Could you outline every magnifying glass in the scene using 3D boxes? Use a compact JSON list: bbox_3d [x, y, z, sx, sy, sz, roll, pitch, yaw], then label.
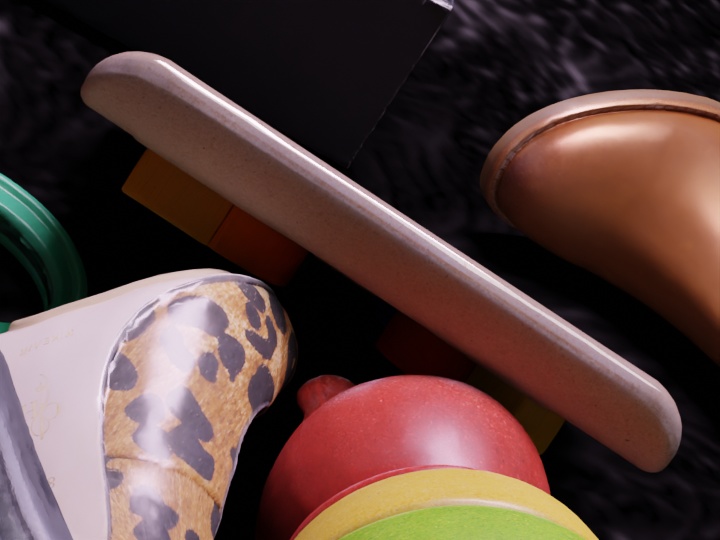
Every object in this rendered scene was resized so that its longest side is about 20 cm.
[{"bbox_3d":[-0.123,0.023,0.776,0.079,0.022,0.200,31,26,-7],"label":"magnifying glass"}]

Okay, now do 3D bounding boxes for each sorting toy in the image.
[{"bbox_3d":[0.000,0.000,0.859,0.185,0.037,0.200,33,-1,-3],"label":"sorting toy"}]

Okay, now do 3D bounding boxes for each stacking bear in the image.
[{"bbox_3d":[0.018,0.099,0.721,0.121,0.114,0.200,26,23,-20],"label":"stacking bear"}]

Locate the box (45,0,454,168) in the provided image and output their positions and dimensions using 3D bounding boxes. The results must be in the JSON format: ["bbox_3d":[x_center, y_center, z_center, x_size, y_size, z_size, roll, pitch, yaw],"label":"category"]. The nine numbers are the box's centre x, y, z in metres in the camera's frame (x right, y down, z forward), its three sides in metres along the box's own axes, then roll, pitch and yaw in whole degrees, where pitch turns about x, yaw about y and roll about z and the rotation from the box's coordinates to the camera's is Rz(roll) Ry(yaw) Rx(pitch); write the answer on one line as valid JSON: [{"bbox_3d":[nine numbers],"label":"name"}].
[{"bbox_3d":[-0.037,-0.140,1.063,0.141,0.079,0.200,27,28,-9],"label":"box"}]

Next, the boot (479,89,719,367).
[{"bbox_3d":[0.142,0.022,1.012,0.200,0.074,0.155,16,37,-27],"label":"boot"}]

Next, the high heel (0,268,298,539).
[{"bbox_3d":[-0.052,0.074,0.744,0.200,0.071,0.143,0,73,-67],"label":"high heel"}]
